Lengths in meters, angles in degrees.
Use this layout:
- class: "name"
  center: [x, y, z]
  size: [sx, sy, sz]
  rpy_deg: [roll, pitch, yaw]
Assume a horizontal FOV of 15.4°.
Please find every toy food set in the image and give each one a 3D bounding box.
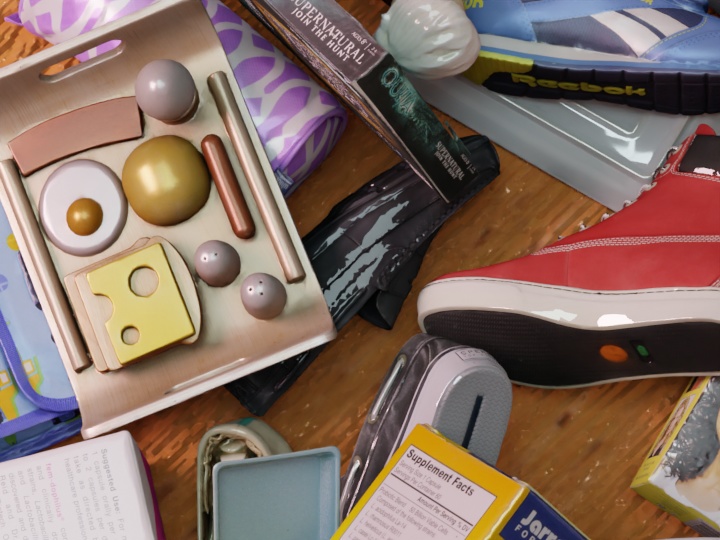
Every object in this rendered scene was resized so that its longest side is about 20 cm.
- class: "toy food set"
  center: [-0.114, -0.028, 1.392]
  size: [0.143, 0.060, 0.201]
  rpy_deg: [-23, 80, 2]

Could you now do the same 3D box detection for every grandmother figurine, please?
- class: "grandmother figurine"
  center: [0.012, -0.180, 1.449]
  size: [0.061, 0.121, 0.201]
  rpy_deg: [-44, 49, 23]

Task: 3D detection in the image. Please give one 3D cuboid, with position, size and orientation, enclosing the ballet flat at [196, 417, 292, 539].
- class: "ballet flat"
  center: [-0.061, 0.175, 1.409]
  size: [0.069, 0.069, 0.201]
  rpy_deg: [-5, 76, 1]

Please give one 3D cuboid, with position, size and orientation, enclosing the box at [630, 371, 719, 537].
- class: "box"
  center: [0.228, 0.049, 1.433]
  size: [0.075, 0.050, 0.201]
  rpy_deg: [31, 78, -2]

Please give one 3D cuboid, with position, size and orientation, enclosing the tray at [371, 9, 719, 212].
- class: "tray"
  center: [0.109, -0.115, 1.497]
  size: [0.199, 0.022, 0.108]
  rpy_deg: [30, 78, 9]

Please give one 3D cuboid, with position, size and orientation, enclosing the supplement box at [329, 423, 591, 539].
- class: "supplement box"
  center: [0.029, 0.197, 1.331]
  size: [0.109, 0.109, 0.200]
  rpy_deg: [41, 83, -30]

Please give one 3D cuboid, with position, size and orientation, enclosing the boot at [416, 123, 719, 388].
- class: "boot"
  center: [0.134, -0.014, 1.445]
  size: [0.199, 0.073, 0.145]
  rpy_deg: [-2, 53, 26]

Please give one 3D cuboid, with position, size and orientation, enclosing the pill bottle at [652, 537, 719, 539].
- class: "pill bottle"
  center: [0.168, 0.242, 1.362]
  size: [0.111, 0.112, 0.201]
  rpy_deg: [-2, 75, 1]

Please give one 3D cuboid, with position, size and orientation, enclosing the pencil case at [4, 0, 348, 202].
- class: "pencil case"
  center: [-0.099, -0.111, 1.477]
  size: [0.200, 0.084, 0.086]
  rpy_deg: [42, 122, 11]

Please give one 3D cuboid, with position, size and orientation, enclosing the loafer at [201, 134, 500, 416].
- class: "loafer"
  center: [0.000, 0.000, 1.455]
  size: [0.200, 0.068, 0.071]
  rpy_deg: [-38, 99, -12]

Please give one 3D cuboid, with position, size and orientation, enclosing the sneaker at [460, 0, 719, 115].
- class: "sneaker"
  center: [0.149, -0.134, 1.453]
  size: [0.199, 0.074, 0.083]
  rpy_deg: [8, 74, 3]

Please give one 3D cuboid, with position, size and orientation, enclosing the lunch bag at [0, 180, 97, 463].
- class: "lunch bag"
  center: [-0.195, 0.021, 1.452]
  size: [0.199, 0.094, 0.151]
  rpy_deg: [-22, 76, -16]

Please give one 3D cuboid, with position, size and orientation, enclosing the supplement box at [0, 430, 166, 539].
- class: "supplement box"
  center: [-0.200, 0.162, 1.399]
  size: [0.199, 0.101, 0.104]
  rpy_deg: [-16, 76, -2]

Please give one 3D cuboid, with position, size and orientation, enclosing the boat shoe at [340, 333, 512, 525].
- class: "boat shoe"
  center: [0.022, 0.129, 1.417]
  size: [0.072, 0.071, 0.201]
  rpy_deg: [20, 97, -32]

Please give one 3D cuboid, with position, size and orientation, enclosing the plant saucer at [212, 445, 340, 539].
- class: "plant saucer"
  center: [-0.044, 0.188, 1.365]
  size: [0.069, 0.019, 0.201]
  rpy_deg: [-6, 104, -24]

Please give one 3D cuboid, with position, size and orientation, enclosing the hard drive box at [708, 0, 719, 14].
- class: "hard drive box"
  center: [0.228, -0.223, 1.461]
  size: [0.200, 0.077, 0.156]
  rpy_deg: [36, 77, -9]

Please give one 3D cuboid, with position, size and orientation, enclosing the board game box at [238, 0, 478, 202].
- class: "board game box"
  center: [-0.027, -0.130, 1.413]
  size: [0.028, 0.135, 0.200]
  rpy_deg: [-43, 57, -1]
